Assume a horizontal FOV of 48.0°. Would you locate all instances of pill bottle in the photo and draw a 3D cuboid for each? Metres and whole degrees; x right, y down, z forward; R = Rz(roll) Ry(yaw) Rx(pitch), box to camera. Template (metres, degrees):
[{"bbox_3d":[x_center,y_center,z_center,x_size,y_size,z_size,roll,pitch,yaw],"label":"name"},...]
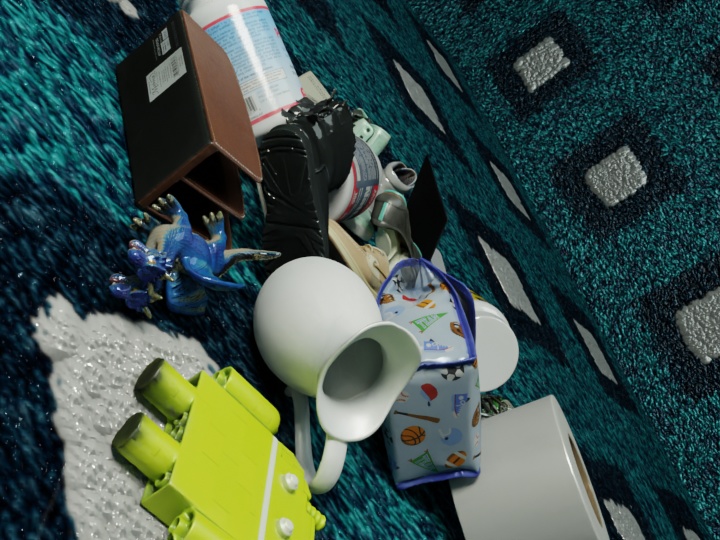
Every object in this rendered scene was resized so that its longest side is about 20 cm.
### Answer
[{"bbox_3d":[0.138,0.088,1.089,0.115,0.114,0.200,51,0,-12],"label":"pill bottle"},{"bbox_3d":[-0.141,-0.251,0.950,0.204,0.107,0.109,66,19,-5],"label":"pill bottle"},{"bbox_3d":[-0.038,-0.123,1.071,0.121,0.119,0.200,56,20,2],"label":"pill bottle"}]

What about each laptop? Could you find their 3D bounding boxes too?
[{"bbox_3d":[0.142,-0.054,1.404,0.200,0.115,0.189,42,24,-35],"label":"laptop"}]

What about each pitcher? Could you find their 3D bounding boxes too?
[{"bbox_3d":[-0.039,0.087,0.747,0.119,0.174,0.200,21,11,-29],"label":"pitcher"}]

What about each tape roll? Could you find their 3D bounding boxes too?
[{"bbox_3d":[0.197,0.265,0.945,0.205,0.137,0.204,59,17,-31],"label":"tape roll"}]

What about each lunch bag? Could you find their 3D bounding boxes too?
[{"bbox_3d":[0.073,0.105,0.906,0.201,0.121,0.173,-99,-177,-59],"label":"lunch bag"}]

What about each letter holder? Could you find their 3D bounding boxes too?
[{"bbox_3d":[-0.159,-0.137,0.837,0.142,0.100,0.203,36,28,-49],"label":"letter holder"}]

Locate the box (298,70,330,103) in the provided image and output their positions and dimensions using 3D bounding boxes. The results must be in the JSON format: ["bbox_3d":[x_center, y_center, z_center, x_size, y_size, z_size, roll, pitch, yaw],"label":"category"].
[{"bbox_3d":[-0.094,-0.226,1.173,0.083,0.068,0.201,51,21,-12],"label":"box"}]

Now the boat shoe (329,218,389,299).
[{"bbox_3d":[0.000,0.000,1.006,0.065,0.070,0.201,-54,131,-24],"label":"boat shoe"}]

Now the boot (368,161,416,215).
[{"bbox_3d":[0.060,-0.129,1.350,0.074,0.095,0.199,58,19,7],"label":"boot"}]

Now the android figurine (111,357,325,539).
[{"bbox_3d":[-0.096,0.159,0.615,0.200,0.041,0.183,47,21,-21],"label":"android figurine"}]

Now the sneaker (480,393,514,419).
[{"bbox_3d":[0.162,0.192,1.114,0.199,0.084,0.079,35,28,-44],"label":"sneaker"}]

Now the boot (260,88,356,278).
[{"bbox_3d":[-0.052,-0.088,0.889,0.163,0.072,0.203,-54,144,-63],"label":"boot"}]

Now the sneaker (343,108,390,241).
[{"bbox_3d":[0.001,-0.152,1.213,0.073,0.117,0.203,24,39,-59],"label":"sneaker"}]

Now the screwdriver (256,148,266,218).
[{"bbox_3d":[-0.129,-0.114,0.981,0.028,0.028,0.203,9,44,-23],"label":"screwdriver"}]

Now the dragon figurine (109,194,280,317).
[{"bbox_3d":[-0.141,0.001,0.702,0.199,0.058,0.101,27,39,-55],"label":"dragon figurine"}]

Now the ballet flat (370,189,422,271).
[{"bbox_3d":[0.046,-0.036,1.204,0.069,0.067,0.201,-64,153,-26],"label":"ballet flat"}]
